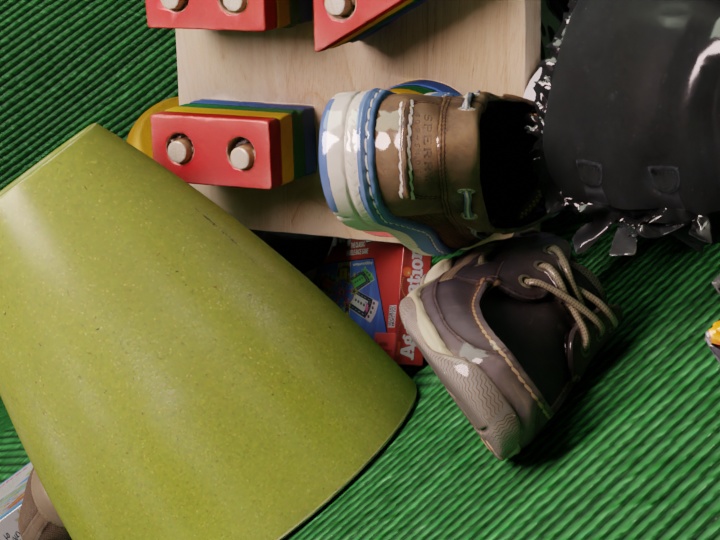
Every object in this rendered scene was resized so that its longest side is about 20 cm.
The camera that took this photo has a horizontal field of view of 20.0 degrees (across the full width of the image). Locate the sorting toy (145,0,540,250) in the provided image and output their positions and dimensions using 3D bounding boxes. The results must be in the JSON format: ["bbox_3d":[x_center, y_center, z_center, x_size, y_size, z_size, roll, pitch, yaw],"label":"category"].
[{"bbox_3d":[-0.016,-0.109,0.998,0.198,0.200,0.070,6,16,27],"label":"sorting toy"}]

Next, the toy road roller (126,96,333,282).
[{"bbox_3d":[-0.119,-0.017,1.170,0.200,0.146,0.123,-12,-38,-28],"label":"toy road roller"}]

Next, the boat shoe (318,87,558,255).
[{"bbox_3d":[0.050,-0.040,0.862,0.072,0.072,0.200,0,4,21],"label":"boat shoe"}]

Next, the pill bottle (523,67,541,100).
[{"bbox_3d":[0.157,-0.083,0.896,0.109,0.109,0.200,-41,10,-28],"label":"pill bottle"}]

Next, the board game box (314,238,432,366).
[{"bbox_3d":[0.000,0.000,1.138,0.019,0.103,0.200,7,-4,-16],"label":"board game box"}]

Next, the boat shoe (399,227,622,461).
[{"bbox_3d":[0.065,0.017,0.849,0.073,0.075,0.200,-35,10,9],"label":"boat shoe"}]

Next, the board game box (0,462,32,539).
[{"bbox_3d":[-0.260,0.189,1.327,0.200,0.034,0.134,-37,9,1],"label":"board game box"}]

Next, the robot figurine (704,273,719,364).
[{"bbox_3d":[0.195,-0.022,0.604,0.200,0.058,0.145,-35,9,9],"label":"robot figurine"}]

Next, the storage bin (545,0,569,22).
[{"bbox_3d":[0.184,-0.169,0.958,0.200,0.135,0.094,128,164,-72],"label":"storage bin"}]

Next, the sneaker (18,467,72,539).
[{"bbox_3d":[-0.131,0.096,1.206,0.200,0.070,0.076,-36,-9,-43],"label":"sneaker"}]

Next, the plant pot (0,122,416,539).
[{"bbox_3d":[-0.105,0.033,1.001,0.187,0.200,0.187,-35,9,6],"label":"plant pot"}]

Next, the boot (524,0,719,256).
[{"bbox_3d":[0.143,-0.095,0.755,0.073,0.199,0.162,3,7,-35],"label":"boot"}]

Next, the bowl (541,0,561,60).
[{"bbox_3d":[0.094,-0.097,1.177,0.201,0.094,0.201,-54,14,20],"label":"bowl"}]
